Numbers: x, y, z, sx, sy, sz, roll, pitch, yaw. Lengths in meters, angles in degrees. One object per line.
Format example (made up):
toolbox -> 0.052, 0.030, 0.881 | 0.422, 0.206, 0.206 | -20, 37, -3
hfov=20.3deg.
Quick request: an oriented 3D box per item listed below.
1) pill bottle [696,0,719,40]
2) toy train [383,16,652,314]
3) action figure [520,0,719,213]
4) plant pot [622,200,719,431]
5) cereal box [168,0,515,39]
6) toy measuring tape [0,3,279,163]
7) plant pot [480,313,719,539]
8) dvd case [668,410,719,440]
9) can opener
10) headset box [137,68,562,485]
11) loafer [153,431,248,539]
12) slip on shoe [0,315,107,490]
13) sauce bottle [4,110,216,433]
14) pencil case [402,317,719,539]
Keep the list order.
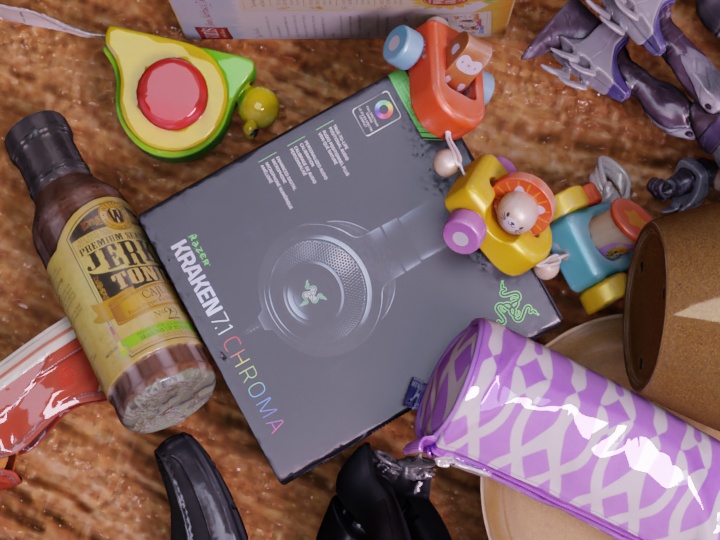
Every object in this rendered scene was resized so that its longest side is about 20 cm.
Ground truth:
pill bottle -> 0.270, -0.153, 1.175 | 0.200, 0.106, 0.106 | 42, 86, 4
toy train -> 0.102, -0.063, 1.127 | 0.199, 0.055, 0.151 | 28, 48, -32
action figure -> 0.195, -0.092, 1.165 | 0.200, 0.130, 0.069 | 42, 45, 5
plant pot -> 0.248, 0.029, 1.082 | 0.198, 0.186, 0.189 | 4, 85, -7
cereal box -> -0.011, -0.165, 1.160 | 0.198, 0.144, 0.040 | 0, 85, 0
toy measuring tape -> -0.146, -0.107, 1.193 | 0.198, 0.074, 0.074 | 13, 85, 1
plant pot -> 0.162, 0.126, 1.151 | 0.198, 0.027, 0.202 | 2, 79, -10
dvd case -> 0.255, 0.110, 1.193 | 0.198, 0.025, 0.151 | -24, 85, -3
can opener -> 0.024, 0.147, 1.108 | 0.063, 0.200, 0.079 | 17, 95, -14
headset box -> 0.000, 0.000, 1.170 | 0.199, 0.093, 0.175 | -28, 86, -3
loafer -> -0.089, 0.195, 1.164 | 0.070, 0.068, 0.203 | -16, 89, -9
slip on shoe -> -0.226, 0.107, 1.175 | 0.199, 0.074, 0.061 | -38, 89, -8
sauce bottle -> -0.151, -0.004, 1.166 | 0.064, 0.065, 0.201 | -30, 68, -2
pencil case -> 0.123, 0.101, 1.088 | 0.199, 0.084, 0.086 | 26, 63, -7
